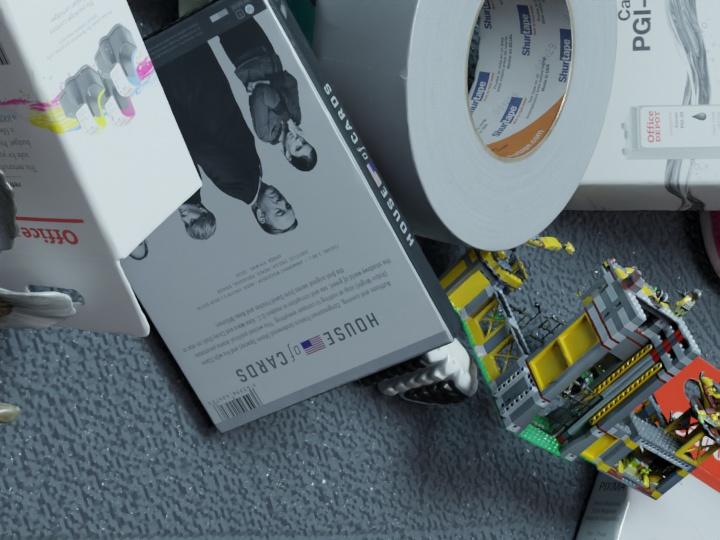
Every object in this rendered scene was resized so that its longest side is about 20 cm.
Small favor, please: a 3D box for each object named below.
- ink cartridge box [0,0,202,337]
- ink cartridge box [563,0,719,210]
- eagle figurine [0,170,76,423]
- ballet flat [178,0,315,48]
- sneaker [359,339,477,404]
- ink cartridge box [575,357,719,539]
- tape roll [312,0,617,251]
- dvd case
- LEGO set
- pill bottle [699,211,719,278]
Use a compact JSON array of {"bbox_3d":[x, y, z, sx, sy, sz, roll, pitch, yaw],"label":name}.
[{"bbox_3d":[-0.152,-0.072,0.705,0.068,0.115,0.201,-47,129,-39],"label":"ink cartridge box"},{"bbox_3d":[0.210,-0.112,0.922,0.083,0.198,0.148,29,62,-74],"label":"ink cartridge box"},{"bbox_3d":[-0.217,-0.009,0.644,0.151,0.151,0.201,-23,102,-6],"label":"eagle figurine"},{"bbox_3d":[-0.077,-0.162,0.801,0.072,0.071,0.200,-66,150,-20],"label":"ballet flat"},{"bbox_3d":[0.000,0.000,0.852,0.200,0.075,0.081,43,54,-24],"label":"sneaker"},{"bbox_3d":[0.222,0.158,0.996,0.162,0.057,0.201,32,73,-27],"label":"ink cartridge box"},{"bbox_3d":[0.060,-0.114,0.818,0.200,0.066,0.202,-19,114,-48],"label":"tape roll"},{"bbox_3d":[-0.059,-0.027,0.771,0.201,0.150,0.025,61,26,-14],"label":"dvd case"},{"bbox_3d":[0.151,0.036,0.877,0.200,0.116,0.154,34,26,-30],"label":"LEGO set"},{"bbox_3d":[0.330,-0.043,0.990,0.113,0.199,0.114,5,82,-41],"label":"pill bottle"}]
